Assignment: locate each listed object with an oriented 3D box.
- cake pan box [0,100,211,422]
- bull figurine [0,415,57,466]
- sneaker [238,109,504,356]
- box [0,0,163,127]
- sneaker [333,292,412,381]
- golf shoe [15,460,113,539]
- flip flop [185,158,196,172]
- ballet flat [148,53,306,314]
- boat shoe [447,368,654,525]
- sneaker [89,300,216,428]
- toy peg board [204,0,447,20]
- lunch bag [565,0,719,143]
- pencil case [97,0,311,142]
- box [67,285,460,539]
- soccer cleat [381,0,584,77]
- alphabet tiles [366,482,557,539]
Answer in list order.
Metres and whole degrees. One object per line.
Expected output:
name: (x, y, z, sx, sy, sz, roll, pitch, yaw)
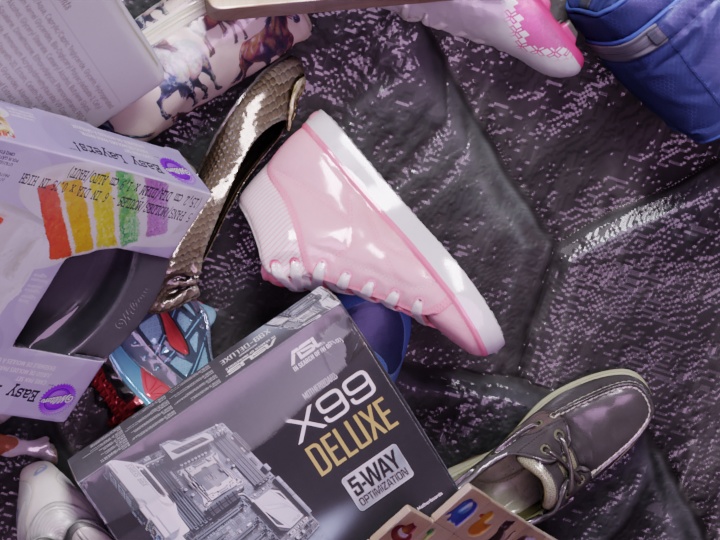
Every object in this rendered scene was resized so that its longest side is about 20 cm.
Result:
cake pan box: (-0.205, -0.003, 1.278, 0.199, 0.052, 0.184, 15, 119, -48)
bull figurine: (-0.263, 0.081, 1.424, 0.121, 0.065, 0.201, -8, 115, -18)
sneaker: (0.000, 0.000, 1.440, 0.105, 0.075, 0.200, -40, 77, -3)
box: (-0.251, -0.172, 1.285, 0.171, 0.200, 0.199, -34, 69, -3)
sneaker: (-0.026, 0.097, 1.472, 0.074, 0.082, 0.201, 33, 91, -13)
golf shoe: (-0.186, 0.204, 1.457, 0.078, 0.097, 0.201, -16, 139, -15)
flip flop: (-0.163, -0.034, 1.376, 0.081, 0.200, 0.058, -39, 72, 26)
ballet flat: (-0.084, -0.053, 1.415, 0.046, 0.067, 0.200, 28, 67, 12)
boat shoe: (0.121, 0.140, 1.516, 0.200, 0.066, 0.072, -30, 104, -4)
sneaker: (-0.144, 0.041, 1.456, 0.095, 0.079, 0.201, -35, 97, -33)
toy peg board: (-0.006, -0.272, 1.355, 0.198, 0.098, 0.201, -6, 70, -10)
lunch bag: (0.238, -0.199, 1.439, 0.200, 0.136, 0.132, -44, 105, -1)
pencil case: (-0.127, -0.134, 1.406, 0.199, 0.089, 0.078, -33, 77, -2)
box: (-0.060, 0.131, 1.400, 0.200, 0.050, 0.158, -34, 110, -6)
soccer cleat: (0.056, -0.184, 1.445, 0.200, 0.070, 0.086, 44, 90, -8)
alphabet tiles: (0.037, 0.213, 1.466, 0.167, 0.008, 0.200, -42, 147, 7)
